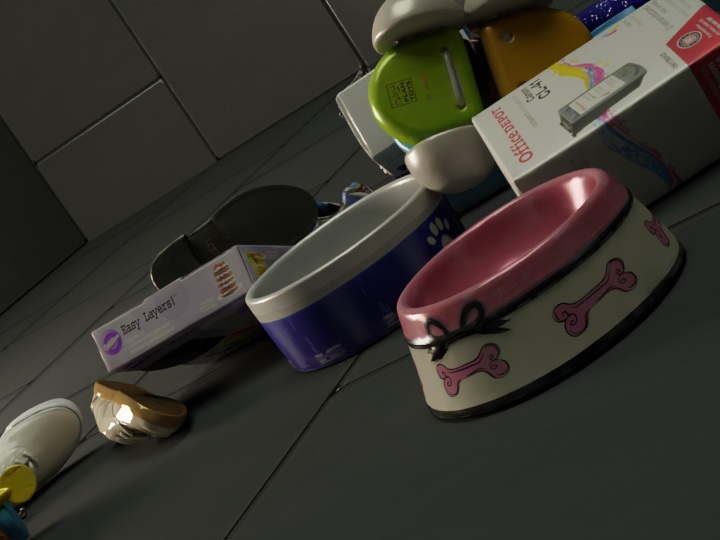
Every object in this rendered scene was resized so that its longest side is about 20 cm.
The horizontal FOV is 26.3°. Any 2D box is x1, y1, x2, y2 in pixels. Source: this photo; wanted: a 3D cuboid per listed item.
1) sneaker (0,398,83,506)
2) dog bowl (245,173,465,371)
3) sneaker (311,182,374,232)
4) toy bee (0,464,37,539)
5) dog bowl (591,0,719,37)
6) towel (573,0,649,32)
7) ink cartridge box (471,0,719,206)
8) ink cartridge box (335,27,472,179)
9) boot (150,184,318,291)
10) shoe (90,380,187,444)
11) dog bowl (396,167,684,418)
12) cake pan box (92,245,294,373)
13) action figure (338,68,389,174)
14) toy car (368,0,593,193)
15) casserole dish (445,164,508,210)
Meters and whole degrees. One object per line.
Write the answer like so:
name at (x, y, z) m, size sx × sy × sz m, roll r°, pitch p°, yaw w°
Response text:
sneaker at (-0.361, 0.216, 1.583) m, size 0.200 × 0.073 × 0.071 m, roll -44°, pitch 20°, yaw -3°
dog bowl at (0.000, 0.000, 1.367) m, size 0.199 × 0.079 × 0.200 m, roll -34°, pitch 11°, yaw 7°
sneaker at (-0.045, -0.035, 1.655) m, size 0.199 × 0.079 × 0.075 m, roll -29°, pitch 11°, yaw 30°
toy bee at (-0.367, 0.226, 1.421) m, size 0.131 × 0.109 × 0.199 m, roll -42°, pitch 13°, yaw -27°
dog bowl at (0.263, -0.212, 1.381) m, size 0.199 × 0.050 × 0.111 m, roll -26°, pitch 14°, yaw 44°
towel at (0.254, -0.226, 1.547) m, size 0.147 × 0.050 × 0.199 m, roll -3°, pitch -17°, yaw -42°
ink cartridge box at (0.200, -0.117, 1.182) m, size 0.199 × 0.086 × 0.148 m, roll -32°, pitch 26°, yaw 6°
ink cartridge box at (0.080, -0.164, 1.606) m, size 0.146 × 0.086 × 0.200 m, roll -33°, pitch -20°, yaw 10°
boot at (-0.133, -0.015, 1.609) m, size 0.199 × 0.070 × 0.174 m, roll -26°, pitch -10°, yaw -3°
shoe at (-0.217, 0.144, 1.490) m, size 0.200 × 0.069 × 0.054 m, roll -173°, pitch 96°, yaw -68°
dog bowl at (0.109, 0.008, 1.015) m, size 0.199 × 0.074 × 0.200 m, roll -33°, pitch 11°, yaw 7°
cake pan box at (-0.142, 0.038, 1.530) m, size 0.199 × 0.053 × 0.184 m, roll -29°, pitch -14°, yaw 23°
action figure at (0.072, -0.166, 1.818) m, size 0.118 × 0.103 × 0.199 m, roll -8°, pitch 32°, yaw -43°
toy car at (0.103, -0.157, 1.341) m, size 0.198 × 0.177 × 0.150 m, roll -15°, pitch -12°, yaw -5°
casserole dish at (0.151, -0.119, 1.541) m, size 0.199 × 0.039 × 0.121 m, roll -31°, pitch 11°, yaw 15°
